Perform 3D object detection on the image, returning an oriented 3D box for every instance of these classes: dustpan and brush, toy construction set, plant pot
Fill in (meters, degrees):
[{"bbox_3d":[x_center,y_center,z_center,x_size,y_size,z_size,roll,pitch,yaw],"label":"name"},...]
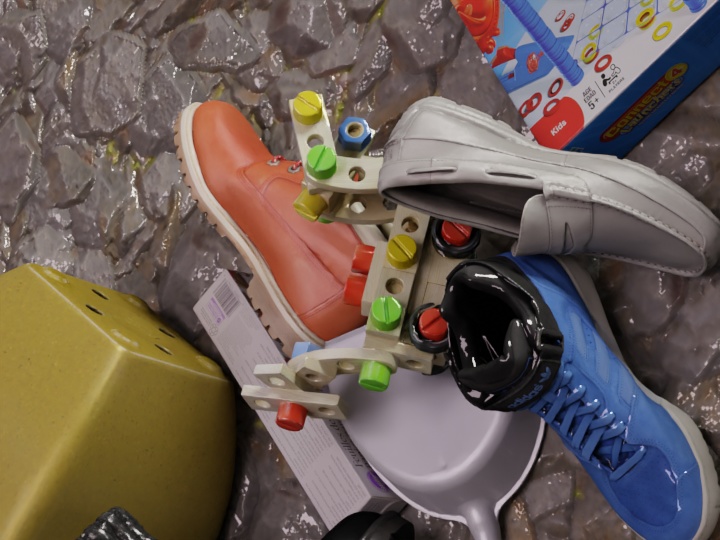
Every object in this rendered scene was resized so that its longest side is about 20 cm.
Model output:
[{"bbox_3d":[0.061,0.118,1.507,0.139,0.057,0.200,-22,61,22],"label":"dustpan and brush"},{"bbox_3d":[0.000,0.000,1.494,0.131,0.092,0.200,13,80,5],"label":"toy construction set"},{"bbox_3d":[-0.195,0.114,1.630,0.195,0.194,0.200,39,101,38],"label":"plant pot"}]

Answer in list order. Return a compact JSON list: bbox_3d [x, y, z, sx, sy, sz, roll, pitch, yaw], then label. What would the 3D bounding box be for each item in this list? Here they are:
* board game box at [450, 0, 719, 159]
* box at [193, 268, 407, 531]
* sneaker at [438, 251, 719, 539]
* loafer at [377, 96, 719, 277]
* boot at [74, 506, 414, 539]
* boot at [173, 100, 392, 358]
[{"bbox_3d":[0.148,-0.194,1.486,0.200,0.056,0.196,-45,57,25],"label":"board game box"},{"bbox_3d":[-0.040,0.083,1.599,0.041,0.039,0.200,-50,54,23],"label":"box"},{"bbox_3d":[0.114,0.075,1.413,0.077,0.111,0.200,-43,65,35],"label":"sneaker"},{"bbox_3d":[0.106,-0.034,1.435,0.200,0.070,0.070,19,59,11],"label":"loafer"},{"bbox_3d":[-0.086,0.187,1.506,0.158,0.079,0.211,37,68,22],"label":"boot"},{"bbox_3d":[-0.039,-0.046,1.608,0.107,0.075,0.200,-43,66,22],"label":"boot"}]
